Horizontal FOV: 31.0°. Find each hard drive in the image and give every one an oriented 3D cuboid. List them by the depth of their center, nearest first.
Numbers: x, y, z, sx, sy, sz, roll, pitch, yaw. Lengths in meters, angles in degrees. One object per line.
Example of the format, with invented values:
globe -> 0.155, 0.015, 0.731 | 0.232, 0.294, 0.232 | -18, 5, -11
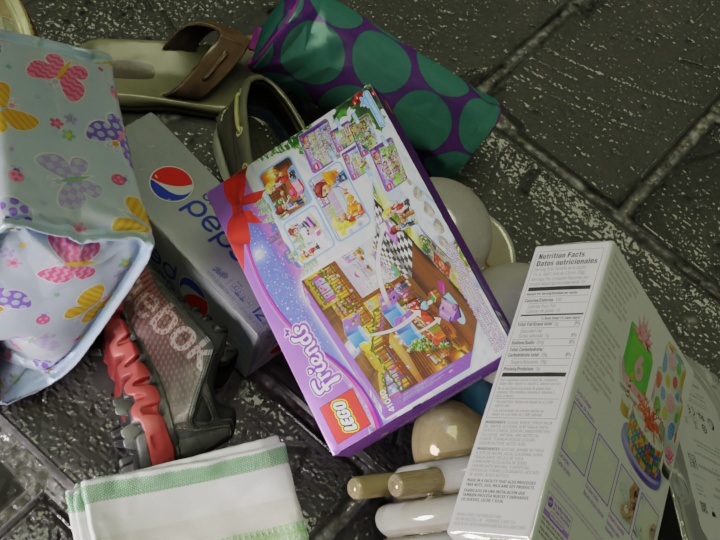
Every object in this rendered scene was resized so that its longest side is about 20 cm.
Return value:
hard drive -> 0.232, 0.148, 0.912 | 0.139, 0.038, 0.202 | 28, 45, -42

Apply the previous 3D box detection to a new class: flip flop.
flip flop -> -0.136, -0.172, 1.062 | 0.197, 0.058, 0.082 | 0, 58, -14

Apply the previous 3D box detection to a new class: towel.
towel -> -0.093, 0.214, 0.814 | 0.147, 0.031, 0.202 | -11, 75, -18

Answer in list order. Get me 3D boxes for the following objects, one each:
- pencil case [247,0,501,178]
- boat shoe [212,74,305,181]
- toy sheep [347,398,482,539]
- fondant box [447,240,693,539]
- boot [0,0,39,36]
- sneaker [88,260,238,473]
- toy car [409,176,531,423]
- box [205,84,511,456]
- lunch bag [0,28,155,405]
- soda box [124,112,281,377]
pencil case -> 0.011, -0.148, 1.038 | 0.199, 0.092, 0.086 | 29, 80, -17
boat shoe -> -0.053, -0.052, 0.930 | 0.071, 0.061, 0.203 | -6, 55, -29
toy sheep -> 0.068, 0.184, 0.842 | 0.136, 0.138, 0.203 | -5, 83, -16
fondant box -> 0.135, 0.105, 0.788 | 0.058, 0.145, 0.201 | -3, 51, 37
boot -> -0.322, -0.149, 0.997 | 0.153, 0.072, 0.201 | -22, 66, -22
sneaker -> -0.140, 0.047, 0.913 | 0.097, 0.071, 0.202 | -12, 63, -20
toy car -> 0.068, 0.040, 0.932 | 0.150, 0.175, 0.200 | -44, 72, 5
box -> 0.000, 0.000, 0.848 | 0.136, 0.039, 0.202 | -31, 74, 12
lunch bag -> -0.234, -0.028, 0.860 | 0.126, 0.200, 0.171 | 5, 52, -33
soda box -> -0.121, -0.021, 0.964 | 0.068, 0.064, 0.200 | -35, 71, -33
